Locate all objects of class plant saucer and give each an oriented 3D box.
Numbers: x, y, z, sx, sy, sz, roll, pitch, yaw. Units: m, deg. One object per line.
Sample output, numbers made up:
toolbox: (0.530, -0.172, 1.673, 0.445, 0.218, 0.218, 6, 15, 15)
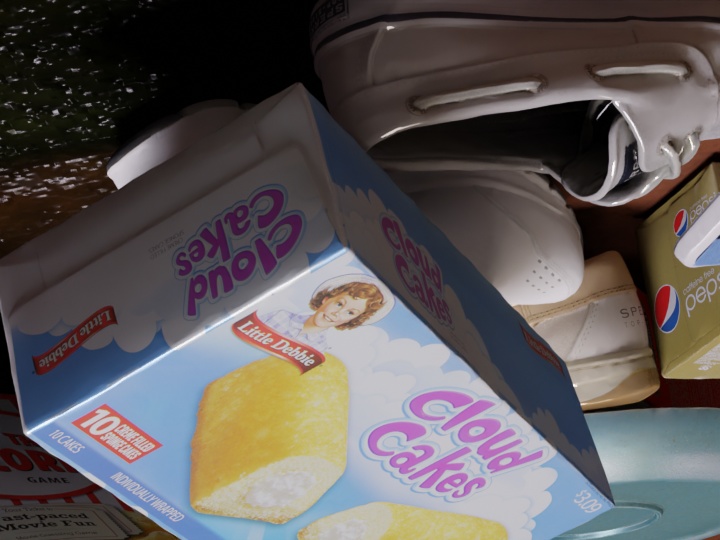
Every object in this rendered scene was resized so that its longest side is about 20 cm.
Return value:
plant saucer: (0.098, 0.099, 1.031, 0.199, 0.028, 0.200, -6, 161, -2)

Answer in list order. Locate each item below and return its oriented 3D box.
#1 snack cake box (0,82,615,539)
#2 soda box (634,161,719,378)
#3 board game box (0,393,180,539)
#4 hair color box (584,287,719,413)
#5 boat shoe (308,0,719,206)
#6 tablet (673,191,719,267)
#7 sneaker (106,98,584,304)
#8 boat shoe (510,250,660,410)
snack cake box: (-0.012, 0.038, 0.761, 0.115, 0.067, 0.200, -28, 143, 15)
soda box: (0.214, 0.003, 0.962, 0.199, 0.068, 0.064, 2, 156, -26)
board game box: (-0.143, 0.104, 0.945, 0.151, 0.047, 0.200, 3, -164, -27)
hair color box: (0.113, 0.067, 1.087, 0.101, 0.062, 0.200, -17, 156, 23)
boat shoe: (0.080, -0.055, 0.776, 0.199, 0.066, 0.072, 4, 154, -28)
tablet: (0.214, -0.047, 0.848, 0.199, 0.014, 0.130, -5, 148, -40)
sneaker: (0.000, 0.000, 0.852, 0.199, 0.088, 0.074, 6, 152, -34)
boat shoe: (0.019, 0.032, 0.959, 0.199, 0.070, 0.074, -8, 174, 11)
